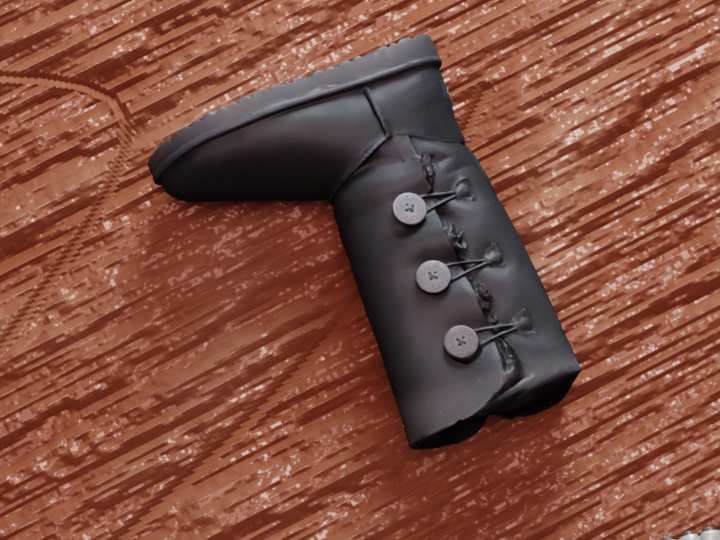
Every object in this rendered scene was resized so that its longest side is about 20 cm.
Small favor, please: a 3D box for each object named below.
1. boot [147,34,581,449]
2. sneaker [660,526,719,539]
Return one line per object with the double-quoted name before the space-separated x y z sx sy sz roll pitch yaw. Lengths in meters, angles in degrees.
"boot" 0.001 0.000 1.398 0.164 0.066 0.201 -22 80 -1
"sneaker" 0.119 0.183 1.335 0.199 0.079 0.090 -11 73 0
